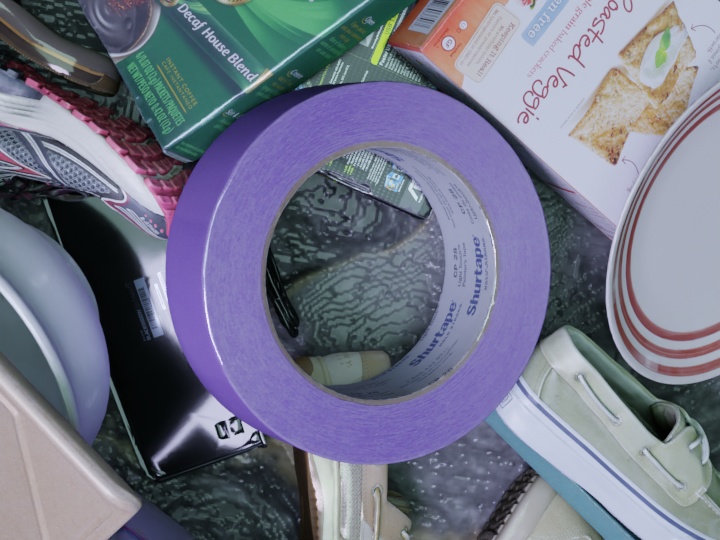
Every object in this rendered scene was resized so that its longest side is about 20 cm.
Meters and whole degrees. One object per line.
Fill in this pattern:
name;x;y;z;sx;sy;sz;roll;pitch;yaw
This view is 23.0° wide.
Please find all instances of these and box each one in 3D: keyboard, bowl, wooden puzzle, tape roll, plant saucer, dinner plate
keyboard;-0.099;0.013;1.031;0.127;0.021;0.200;-19;95;3
bowl;-0.207;0.034;0.969;0.201;0.201;0.090;52;45;-5
wooden puzzle;-0.210;0.087;0.924;0.185;0.200;0.037;47;49;0
tape roll;0.000;0.000;0.948;0.200;0.066;0.201;-1;94;-23
plant saucer;0.147;0.133;1.033;0.200;0.070;0.019;45;117;-5
dinner plate;0.207;-0.029;0.996;0.200;0.024;0.200;-22;128;-30

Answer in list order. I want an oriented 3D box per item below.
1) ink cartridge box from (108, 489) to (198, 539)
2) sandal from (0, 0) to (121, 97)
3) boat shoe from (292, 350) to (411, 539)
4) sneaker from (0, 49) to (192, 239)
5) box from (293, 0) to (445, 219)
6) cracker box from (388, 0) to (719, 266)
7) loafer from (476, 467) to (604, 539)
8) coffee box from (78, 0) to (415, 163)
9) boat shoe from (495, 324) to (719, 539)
ink cartridge box;-0.121;0.231;0.951;0.145;0.200;0.145;41;90;-5
sandal;-0.211;-0.166;0.978;0.200;0.082;0.055;32;94;0
boat shoe;0.000;0.146;1.020;0.065;0.072;0.200;-7;94;-12
sneaker;-0.177;-0.067;0.985;0.200;0.081;0.075;28;99;19
box;0.005;-0.150;1.016;0.160;0.044;0.200;23;91;-4
cracker box;0.134;-0.115;0.990;0.200;0.058;0.134;38;88;-23
loafer;0.076;0.212;1.025;0.068;0.076;0.200;31;90;1
coffee box;-0.049;-0.165;0.957;0.200;0.044;0.123;-33;74;12
boat shoe;0.164;0.105;1.004;0.200;0.072;0.062;34;117;-22
